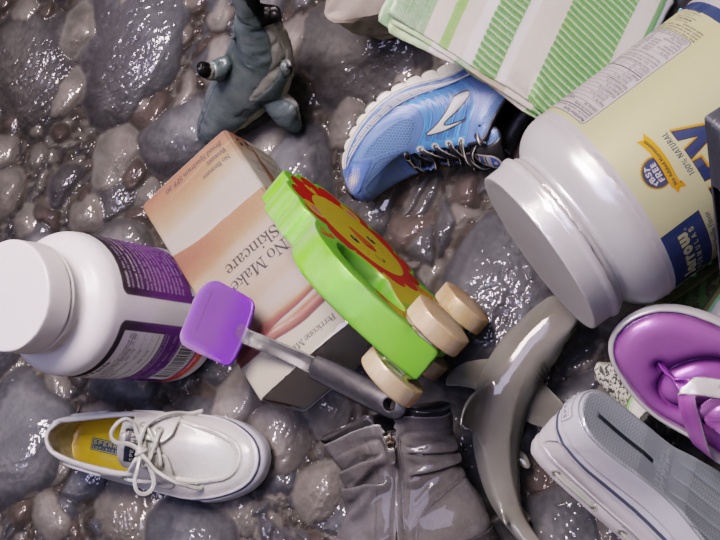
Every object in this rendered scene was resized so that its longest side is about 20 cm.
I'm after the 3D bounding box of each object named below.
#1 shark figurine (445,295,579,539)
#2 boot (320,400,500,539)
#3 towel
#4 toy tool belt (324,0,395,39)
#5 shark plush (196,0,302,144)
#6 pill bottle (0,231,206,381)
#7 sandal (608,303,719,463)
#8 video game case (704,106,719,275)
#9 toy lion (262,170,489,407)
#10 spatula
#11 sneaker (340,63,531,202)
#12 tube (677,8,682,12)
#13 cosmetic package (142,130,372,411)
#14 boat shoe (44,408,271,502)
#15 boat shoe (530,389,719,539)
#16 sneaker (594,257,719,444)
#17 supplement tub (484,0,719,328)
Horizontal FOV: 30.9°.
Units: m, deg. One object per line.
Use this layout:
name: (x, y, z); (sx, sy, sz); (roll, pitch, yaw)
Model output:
shark figurine: (0.103, 0.129, 0.941); (0.127, 0.089, 0.218); (-9, 78, 31)
boot: (-0.002, 0.179, 0.972); (0.198, 0.070, 0.133); (-24, 92, 11)
towel: (0.127, -0.196, 0.953); (0.198, 0.023, 0.154); (29, 84, -17)
toy tool belt: (0.059, -0.266, 1.020); (0.197, 0.125, 0.125); (-12, 84, 21)
shark plush: (-0.092, -0.160, 1.043); (0.082, 0.200, 0.092); (-19, 81, -13)
pill bottle: (-0.209, 0.029, 1.037); (0.110, 0.199, 0.113); (-4, 81, 29)
sandal: (0.248, 0.097, 0.849); (0.202, 0.050, 0.083); (40, 108, -10)
video game case: (0.282, -0.053, 0.815); (0.142, 0.201, 0.019); (-31, 44, -10)
toy lion: (0.000, 0.000, 0.960); (0.191, 0.200, 0.069); (43, 101, 6)
spatula: (-0.050, 0.063, 0.962); (0.198, 0.021, 0.057); (23, 92, 22)
sneaker: (0.072, -0.110, 1.007); (0.199, 0.078, 0.090); (-34, 66, 15)
tube: (0.218, -0.089, 0.958); (0.077, 0.050, 0.202); (31, 89, 12)
cosmetic package: (-0.077, 0.001, 1.049); (0.103, 0.087, 0.201); (-41, 67, 11)
boat shoe: (-0.175, 0.144, 1.067); (0.199, 0.086, 0.076); (6, 83, 26)
boat shoe: (0.203, 0.160, 0.886); (0.200, 0.074, 0.067); (44, 135, -2)
sneaker: (0.232, 0.023, 0.918); (0.201, 0.077, 0.088); (-53, 49, 2)
supplement tub: (0.196, -0.071, 0.862); (0.199, 0.145, 0.146); (-37, 67, -2)
